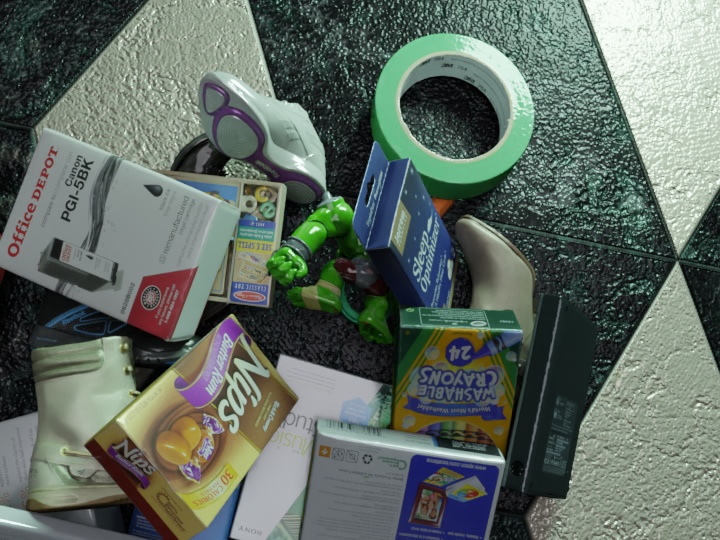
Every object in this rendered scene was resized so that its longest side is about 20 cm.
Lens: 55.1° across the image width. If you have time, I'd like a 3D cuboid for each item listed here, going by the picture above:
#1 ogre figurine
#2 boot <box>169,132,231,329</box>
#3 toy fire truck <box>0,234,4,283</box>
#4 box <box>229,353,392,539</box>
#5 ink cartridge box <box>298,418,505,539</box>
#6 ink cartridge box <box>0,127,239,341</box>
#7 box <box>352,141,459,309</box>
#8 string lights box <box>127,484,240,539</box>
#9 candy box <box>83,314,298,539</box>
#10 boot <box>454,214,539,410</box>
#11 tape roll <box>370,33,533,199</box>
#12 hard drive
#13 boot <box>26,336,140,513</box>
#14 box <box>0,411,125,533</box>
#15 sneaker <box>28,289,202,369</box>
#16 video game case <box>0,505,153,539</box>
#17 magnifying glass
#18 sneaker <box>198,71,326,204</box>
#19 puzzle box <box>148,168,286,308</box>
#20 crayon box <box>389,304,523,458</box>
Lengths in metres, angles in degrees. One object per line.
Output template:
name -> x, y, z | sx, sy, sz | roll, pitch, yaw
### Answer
ogre figurine -> 0.000, 0.000, 0.761 | 0.196, 0.098, 0.122 | 23, 67, -7
boot -> -0.167, -0.047, 0.797 | 0.199, 0.069, 0.175 | -41, 85, -1
toy fire truck -> -0.443, -0.065, 0.744 | 0.125, 0.179, 0.202 | 7, 36, -4
box -> -0.050, 0.210, 0.767 | 0.141, 0.036, 0.204 | 15, 79, -3
ink cartridge box -> 0.034, 0.267, 0.715 | 0.193, 0.047, 0.205 | 9, 103, -5
ink cartridge box -> -0.244, -0.034, 0.699 | 0.196, 0.083, 0.150 | 21, 89, 4
box -> 0.055, -0.028, 0.738 | 0.032, 0.201, 0.123 | -7, 49, 28
string lights box -> -0.183, 0.245, 0.735 | 0.100, 0.059, 0.205 | 13, 78, -3
candy box -> -0.145, 0.139, 0.644 | 0.056, 0.200, 0.117 | -35, 96, 29
boot -> 0.147, 0.056, 0.791 | 0.200, 0.070, 0.147 | 45, 65, -6
tape roll -> 0.111, -0.190, 0.848 | 0.195, 0.048, 0.205 | 2, 73, -6
hard drive -> 0.213, 0.142, 0.758 | 0.032, 0.139, 0.204 | 7, 78, 36
boot -> -0.215, 0.142, 0.670 | 0.196, 0.072, 0.158 | 2, 71, -29
box -> -0.359, 0.235, 0.696 | 0.196, 0.106, 0.156 | -14, 81, -9
sneaker -> -0.260, 0.060, 0.751 | 0.195, 0.073, 0.084 | 8, 76, 2
video game case -> -0.301, 0.300, 0.633 | 0.198, 0.023, 0.183 | 26, 108, -29
magnifying glass -> 0.046, -0.019, 0.833 | 0.079, 0.022, 0.201 | 39, 80, 3
sneaker -> -0.107, -0.161, 0.778 | 0.074, 0.200, 0.102 | -12, 55, 29
puzzle box -> -0.184, -0.037, 0.750 | 0.195, 0.025, 0.137 | 6, 88, 4
crayon box -> 0.095, 0.142, 0.732 | 0.123, 0.052, 0.205 | 2, 112, 0
